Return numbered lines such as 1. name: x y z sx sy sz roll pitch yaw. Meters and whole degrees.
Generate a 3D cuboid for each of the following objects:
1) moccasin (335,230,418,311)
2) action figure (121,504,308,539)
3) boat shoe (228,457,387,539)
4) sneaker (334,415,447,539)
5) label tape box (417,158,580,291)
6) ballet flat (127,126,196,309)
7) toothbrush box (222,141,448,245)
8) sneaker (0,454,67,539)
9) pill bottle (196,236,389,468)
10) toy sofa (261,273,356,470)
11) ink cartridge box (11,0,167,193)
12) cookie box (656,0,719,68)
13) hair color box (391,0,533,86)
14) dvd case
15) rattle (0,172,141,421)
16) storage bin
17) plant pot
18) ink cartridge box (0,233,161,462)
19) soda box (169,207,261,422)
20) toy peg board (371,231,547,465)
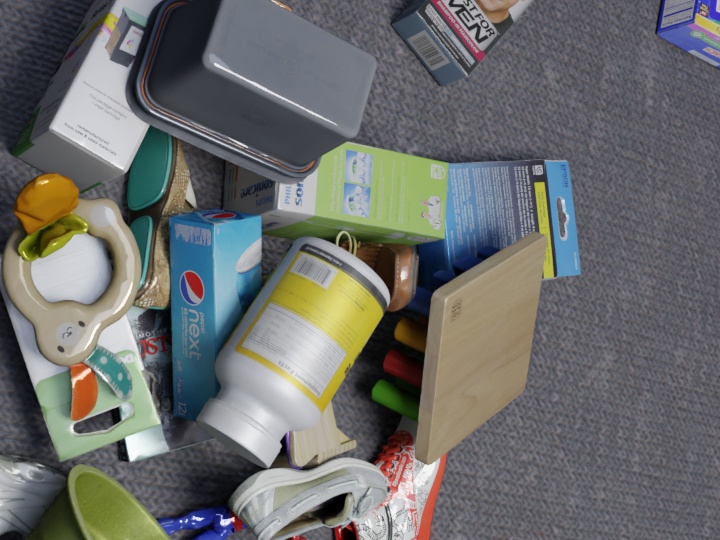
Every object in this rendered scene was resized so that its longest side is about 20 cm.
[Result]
1. moccasin: 0.000 -0.002 1.205 0.077 0.201 0.074 7 96 -24
2. action figure: -0.136 0.258 1.165 0.199 0.099 0.066 -18 94 -32
3. boat shoe: -0.041 0.233 1.151 0.201 0.075 0.065 10 36 -51
4. sneaker: 0.029 0.230 1.277 0.107 0.067 0.204 13 81 -31
5. label tape box: 0.162 -0.055 1.383 0.198 0.066 0.145 -5 89 -32
6. ballet flat: -0.199 -0.052 1.171 0.065 0.070 0.202 30 58 -45
7. toothbrush box: -0.028 -0.079 1.228 0.198 0.145 0.087 7 81 -28
8. sneaker: -0.360 0.202 1.053 0.199 0.078 0.100 27 76 -24
9. pill bottle: -0.066 0.077 1.087 0.112 0.112 0.201 39 72 -21
10. toy sofa: -0.080 0.104 1.204 0.097 0.082 0.202 -14 93 -50
11. ink cartridge box: -0.238 -0.188 1.117 0.084 0.144 0.201 31 71 -24
12. cookie box: 0.508 -0.392 1.606 0.170 0.075 0.202 18 77 -28
13. hair color box: 0.138 -0.326 1.396 0.099 0.060 0.200 48 64 -17
14. dvd case: -0.192 0.080 1.190 0.145 0.022 0.202 -11 89 -30
15. rattle: -0.245 0.029 1.020 0.129 0.143 0.202 1 82 -29
16. storage bin: -0.084 -0.181 1.045 0.199 0.134 0.147 24 74 -27
17. plant pot: -0.264 0.309 1.030 0.189 0.200 0.201 -38 105 0
18. ink cartridge box: -0.270 0.067 1.110 0.103 0.059 0.202 -19 93 -16
19. soda box: -0.140 0.045 1.135 0.068 0.064 0.202 -15 111 -51
20. toy peg board: 0.099 0.067 1.256 0.199 0.097 0.201 -29 131 -46
